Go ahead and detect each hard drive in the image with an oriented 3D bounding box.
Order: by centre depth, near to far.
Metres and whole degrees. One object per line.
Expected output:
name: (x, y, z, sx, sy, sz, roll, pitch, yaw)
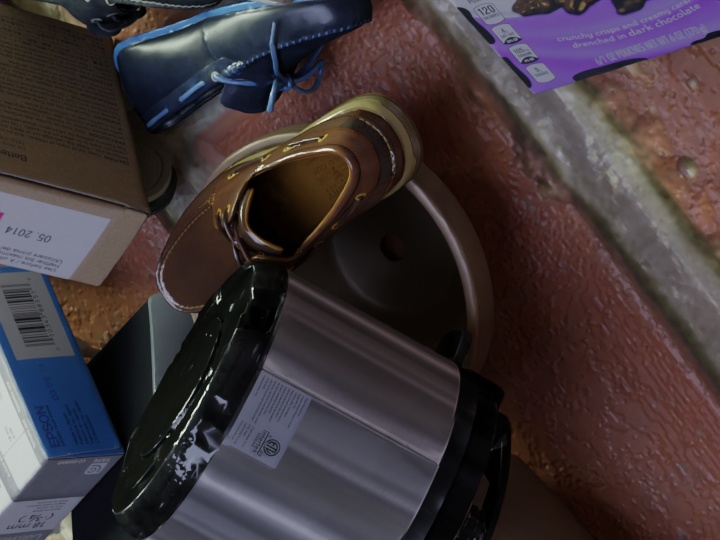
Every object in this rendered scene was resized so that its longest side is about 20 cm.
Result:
hard drive: (-0.138, 0.119, 1.636, 0.042, 0.200, 0.135, 17, 141, -28)

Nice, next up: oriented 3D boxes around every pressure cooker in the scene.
pressure cooker: (-0.017, 0.112, 1.437, 0.200, 0.179, 0.176, 28, 120, -11)

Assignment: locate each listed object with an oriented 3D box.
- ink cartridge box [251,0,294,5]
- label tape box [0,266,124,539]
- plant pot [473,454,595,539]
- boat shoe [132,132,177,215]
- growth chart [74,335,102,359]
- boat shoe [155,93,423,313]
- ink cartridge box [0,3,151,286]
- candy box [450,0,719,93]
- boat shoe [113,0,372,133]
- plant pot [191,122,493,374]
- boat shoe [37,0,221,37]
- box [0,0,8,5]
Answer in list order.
ink cartridge box: (-0.103, -0.215, 1.512, 0.200, 0.116, 0.067, 14, 116, 24)
label tape box: (-0.248, 0.111, 1.677, 0.200, 0.063, 0.144, -47, 59, 39)
plant pot: (0.086, 0.209, 1.556, 0.200, 0.200, 0.175, -38, 70, 36)
boat shoe: (-0.202, -0.047, 1.685, 0.200, 0.072, 0.068, -7, 143, 26)
growth chart: (-0.280, 0.076, 1.764, 0.145, 0.018, 0.200, 33, 130, -20)
boat shoe: (-0.054, -0.032, 1.477, 0.200, 0.068, 0.072, -34, 91, 36)
ink cartridge box: (-0.240, -0.089, 1.561, 0.075, 0.200, 0.165, -52, 37, 35)
candy box: (0.110, -0.197, 1.361, 0.168, 0.072, 0.200, -15, 136, 35)
boat shoe: (-0.062, -0.127, 1.556, 0.200, 0.084, 0.069, -12, 93, 49)
plant pot: (0.000, 0.000, 1.557, 0.201, 0.093, 0.201, 11, 115, 25)
boat shoe: (-0.161, -0.177, 1.588, 0.199, 0.074, 0.066, 14, 119, 25)
box: (-0.318, -0.143, 1.716, 0.200, 0.039, 0.137, -39, 88, 36)
